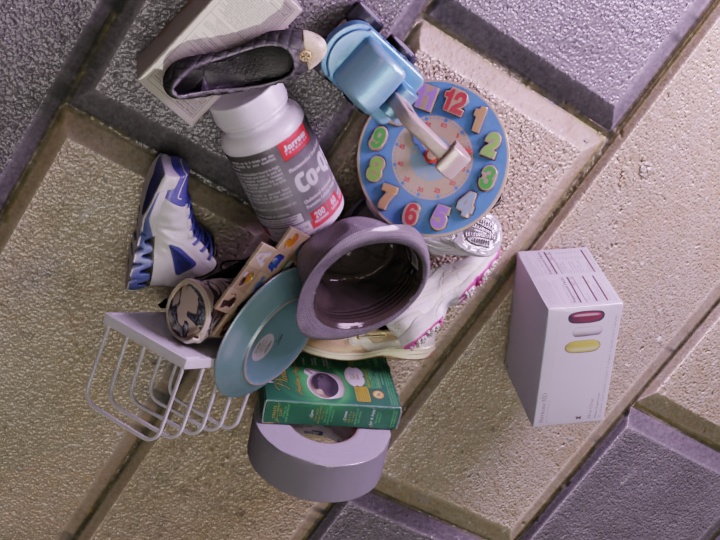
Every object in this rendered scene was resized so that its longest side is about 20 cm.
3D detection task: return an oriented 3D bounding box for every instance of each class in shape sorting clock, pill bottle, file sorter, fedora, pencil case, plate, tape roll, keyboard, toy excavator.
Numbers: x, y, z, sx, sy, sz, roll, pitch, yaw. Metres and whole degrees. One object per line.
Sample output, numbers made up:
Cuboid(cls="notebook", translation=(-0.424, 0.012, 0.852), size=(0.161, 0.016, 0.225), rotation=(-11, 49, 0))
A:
Cuboid(cls="shape sorting clock", translation=(0.092, -0.144, 1.508), size=(0.197, 0.039, 0.203), rotation=(-1, 85, 11))
Cuboid(cls="pill bottle", translation=(-0.107, -0.145, 1.497), size=(0.113, 0.114, 0.201), rotation=(-24, 122, 3))
Cuboid(cls="file sorter", translation=(-0.242, 0.139, 1.546), size=(0.199, 0.138, 0.126), rotation=(5, 108, -64))
Cuboid(cls="fedora", translation=(-0.011, -0.004, 1.493), size=(0.198, 0.090, 0.178), rotation=(-13, 134, -26))
Cuboid(cls="pencil case", translation=(-0.170, 0.055, 1.541), size=(0.077, 0.090, 0.199), rotation=(-29, 165, 27))
Cuboid(cls="plate", translation=(-0.111, 0.086, 1.534), size=(0.200, 0.025, 0.201), rotation=(-42, 152, -27))
Cuboid(cls="tape roll", translation=(-0.059, 0.238, 1.677), size=(0.198, 0.201, 0.067), rotation=(4, 119, -14))
Cuboid(cls="keyboard", translation=(-0.176, -0.002, 1.590), size=(0.198, 0.104, 0.040), rotation=(-24, 78, 21))
Cuboid(cls="toy excavator", translation=(0.038, -0.210, 1.439), size=(0.194, 0.201, 0.100), rotation=(38, 107, -27))

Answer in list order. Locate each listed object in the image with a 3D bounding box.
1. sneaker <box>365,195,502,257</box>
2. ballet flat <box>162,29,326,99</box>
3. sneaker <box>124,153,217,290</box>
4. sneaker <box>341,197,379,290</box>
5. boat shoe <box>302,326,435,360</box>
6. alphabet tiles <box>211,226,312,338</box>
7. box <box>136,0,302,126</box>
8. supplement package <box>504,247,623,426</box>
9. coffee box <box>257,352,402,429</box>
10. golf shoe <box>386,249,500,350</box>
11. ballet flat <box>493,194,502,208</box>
Cuboid(cls="sneaker", translation=(0.087, -0.060, 1.602), size=(0.198, 0.099, 0.079), rotation=(24, 70, -17))
Cuboid(cls="ballet flat", translation=(-0.133, -0.233, 1.383), size=(0.198, 0.057, 0.067), rotation=(-16, 125, -5))
Cuboid(cls="sneaker", translation=(-0.236, -0.055, 1.551), size=(0.114, 0.081, 0.201), rotation=(9, 124, -20))
Cuboid(cls="sneaker", translation=(0.000, 0.000, 1.603), size=(0.076, 0.085, 0.202), rotation=(15, 97, -20))
Cuboid(cls="boat shoe", translation=(0.010, 0.088, 1.688), size=(0.197, 0.074, 0.067), rotation=(0, 104, -11))
Cuboid(cls="alphabet tiles", translation=(-0.108, 0.026, 1.510), size=(0.167, 0.006, 0.200), rotation=(-53, 154, 5))
Cuboid(cls="box", translation=(-0.173, -0.283, 1.424), size=(0.200, 0.078, 0.095), rotation=(-42, 120, 13))
Cuboid(cls="supplement package", translation=(0.285, 0.094, 1.692), size=(0.109, 0.156, 0.202), rotation=(-4, 121, -9))
Cuboid(cls="coffee box", translation=(-0.049, 0.169, 1.688), size=(0.197, 0.123, 0.044), rotation=(4, 122, -15))
Cuboid(cls="golf shoe", translation=(0.110, 0.018, 1.650), size=(0.200, 0.075, 0.092), rotation=(-42, 79, -17))
Cuboid(cls="ballet flat", translation=(0.114, -0.140, 1.571), size=(0.199, 0.068, 0.069), rotation=(27, 87, -25))
